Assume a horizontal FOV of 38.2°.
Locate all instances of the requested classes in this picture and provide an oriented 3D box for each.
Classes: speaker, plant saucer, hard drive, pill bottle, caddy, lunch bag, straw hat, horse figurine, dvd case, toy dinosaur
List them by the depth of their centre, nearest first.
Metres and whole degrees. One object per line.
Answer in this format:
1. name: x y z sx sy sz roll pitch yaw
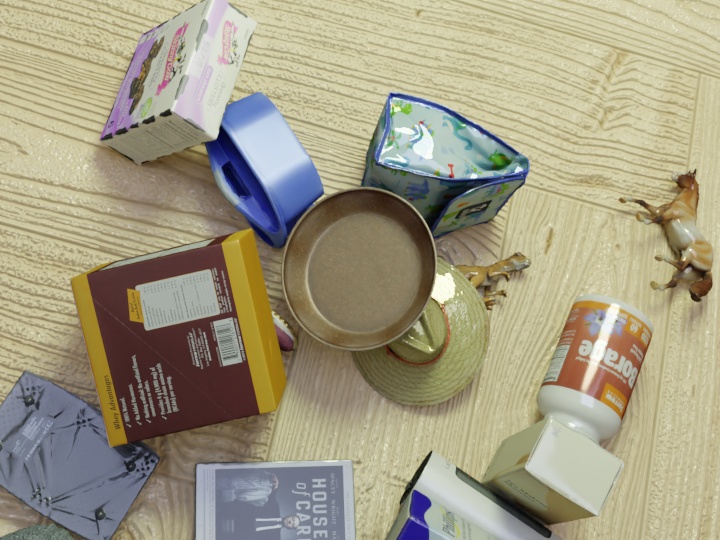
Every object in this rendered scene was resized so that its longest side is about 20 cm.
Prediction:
1. hard drive: -0.354 0.226 1.251 0.198 0.042 0.136 32 72 1
2. dvd case: -0.103 0.310 1.271 0.196 0.025 0.154 0 74 -8
3. plant saucer: 0.000 0.000 1.277 0.196 0.037 0.205 -3 78 13
4. speaker: 0.146 0.309 1.279 0.198 0.081 0.082 34 72 3
5. straw hat: 0.065 0.069 1.307 0.197 0.085 0.206 -1 83 8
6. pill bottle: 0.293 0.143 1.332 0.111 0.112 0.203 25 72 0
7. caddy: -0.135 -0.126 1.337 0.104 0.142 0.202 -30 79 -21
8. lunch bag: 0.105 -0.124 1.354 0.196 0.170 0.130 13 71 -6
9. toy dinosaur: 0.132 0.013 1.386 0.196 0.061 0.108 0 53 -16
10. horse figurine: 0.439 -0.043 1.435 0.130 0.050 0.203 -4 65 -27

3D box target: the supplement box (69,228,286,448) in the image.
1. supplement box: -0.206 0.075 1.216 0.196 0.133 0.201 -12 97 3

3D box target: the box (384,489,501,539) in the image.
1. box: 0.100 0.391 1.197 0.198 0.105 0.186 29 98 2

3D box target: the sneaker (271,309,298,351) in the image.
1. sneaker: -0.174 0.062 1.317 0.198 0.075 0.091 33 85 6

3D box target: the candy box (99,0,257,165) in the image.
1. candy box: -0.233 -0.239 1.323 0.071 0.198 0.171 30 67 -33

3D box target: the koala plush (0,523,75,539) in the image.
1. koala plush: -0.366 0.367 1.119 0.174 0.200 0.188 9 76 -5

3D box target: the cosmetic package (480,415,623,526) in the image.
1. cosmetic package: 0.223 0.244 1.245 0.104 0.200 0.072 32 71 3
